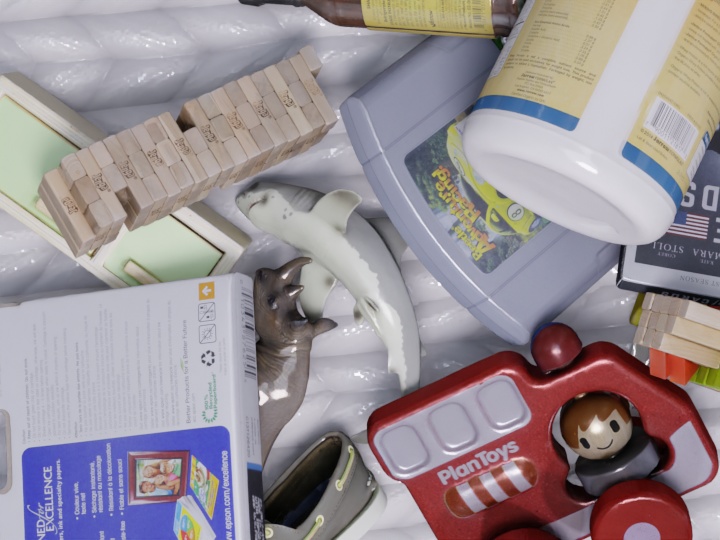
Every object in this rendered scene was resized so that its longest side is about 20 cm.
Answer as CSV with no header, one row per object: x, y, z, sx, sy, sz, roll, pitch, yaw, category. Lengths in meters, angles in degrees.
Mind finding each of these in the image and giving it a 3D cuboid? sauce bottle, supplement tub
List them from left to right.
0.016,-0.190,1.439,0.199,0.065,0.065,6,97,13,sauce bottle
0.165,-0.132,1.369,0.144,0.145,0.201,27,80,-1,supplement tub

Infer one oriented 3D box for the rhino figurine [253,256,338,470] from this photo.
-0.077,0.080,1.454,0.087,0.060,0.201,34,101,34,rhino figurine

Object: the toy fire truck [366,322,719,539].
0.124,0.124,1.433,0.199,0.112,0.168,-26,111,14,toy fire truck

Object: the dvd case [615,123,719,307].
0.256,-0.072,1.437,0.150,0.025,0.201,10,73,1,dvd case

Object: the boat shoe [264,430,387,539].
-0.060,0.184,1.445,0.072,0.202,0.060,-3,120,43,boat shoe

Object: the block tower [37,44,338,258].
-0.108,-0.078,1.428,0.200,0.054,0.058,-28,83,-21,block tower

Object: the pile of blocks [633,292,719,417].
0.253,0.069,1.419,0.200,0.082,0.062,19,88,-44,pile of blocks

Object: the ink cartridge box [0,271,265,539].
-0.161,0.111,1.419,0.199,0.047,0.199,-8,80,22,ink cartridge box

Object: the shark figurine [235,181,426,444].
0.017,0.011,1.465,0.128,0.089,0.215,-34,87,48,shark figurine

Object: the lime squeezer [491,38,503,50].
0.071,-0.250,1.461,0.070,0.038,0.201,-25,97,36,lime squeezer

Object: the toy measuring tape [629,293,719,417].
0.204,0.037,1.466,0.073,0.074,0.201,19,97,0,toy measuring tape

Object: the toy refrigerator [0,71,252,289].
-0.177,-0.046,1.473,0.200,0.070,0.076,36,97,-3,toy refrigerator

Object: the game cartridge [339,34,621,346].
0.081,-0.057,1.445,0.133,0.041,0.200,-39,95,-26,game cartridge
